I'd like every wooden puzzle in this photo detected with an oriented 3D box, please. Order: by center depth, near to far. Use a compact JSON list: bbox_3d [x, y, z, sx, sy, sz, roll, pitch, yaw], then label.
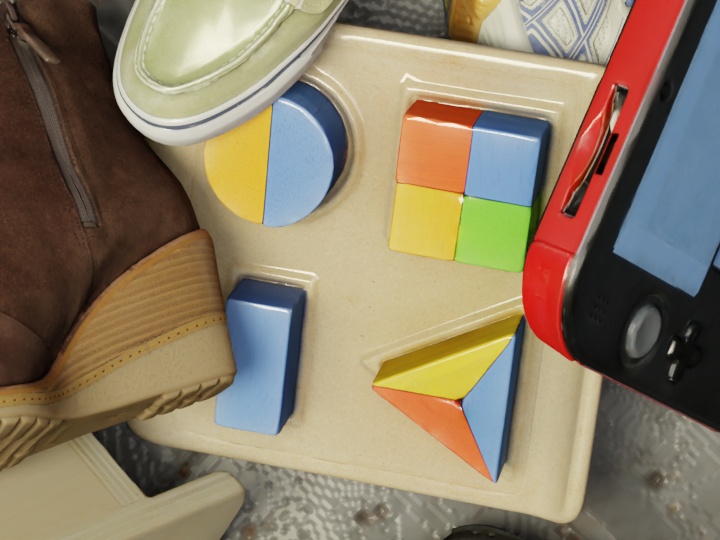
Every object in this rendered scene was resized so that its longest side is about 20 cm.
[{"bbox_3d":[0.000,0.000,0.994,0.198,0.046,0.187,11,110,14],"label":"wooden puzzle"}]

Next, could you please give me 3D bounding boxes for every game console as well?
[{"bbox_3d":[0.144,-0.046,0.974,0.031,0.176,0.201,23,89,39],"label":"game console"}]

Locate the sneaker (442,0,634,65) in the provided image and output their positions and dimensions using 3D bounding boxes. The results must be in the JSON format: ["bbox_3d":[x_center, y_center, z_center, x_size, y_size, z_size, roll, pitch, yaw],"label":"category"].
[{"bbox_3d":[0.081,-0.099,1.018,0.087,0.075,0.202,-9,107,-8],"label":"sneaker"}]

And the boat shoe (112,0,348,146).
[{"bbox_3d":[-0.024,-0.134,0.939,0.072,0.062,0.200,39,90,15],"label":"boat shoe"}]

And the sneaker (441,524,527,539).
[{"bbox_3d":[0.032,0.149,1.038,0.198,0.084,0.077,5,122,-7],"label":"sneaker"}]

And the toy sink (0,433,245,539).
[{"bbox_3d":[-0.164,0.110,0.985,0.112,0.199,0.131,47,125,19],"label":"toy sink"}]

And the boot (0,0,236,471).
[{"bbox_3d":[-0.146,-0.014,0.927,0.072,0.199,0.167,-36,74,44],"label":"boot"}]
